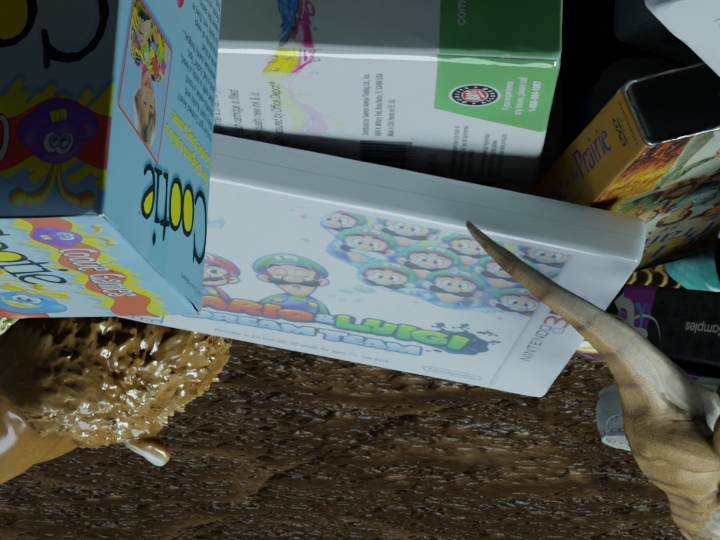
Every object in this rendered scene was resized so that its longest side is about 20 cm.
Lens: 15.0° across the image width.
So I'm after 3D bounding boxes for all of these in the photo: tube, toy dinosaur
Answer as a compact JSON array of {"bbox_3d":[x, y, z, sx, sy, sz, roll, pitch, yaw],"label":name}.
[{"bbox_3d":[0.105,-0.044,1.264,0.077,0.051,0.200,-14,169,-13],"label":"tube"},{"bbox_3d":[0.125,0.057,1.068,0.106,0.061,0.200,-11,134,24],"label":"toy dinosaur"}]

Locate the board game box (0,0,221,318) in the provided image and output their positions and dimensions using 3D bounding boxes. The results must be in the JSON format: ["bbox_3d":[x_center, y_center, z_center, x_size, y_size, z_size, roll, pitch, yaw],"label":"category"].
[{"bbox_3d":[-0.106,-0.095,0.872,0.103,0.201,0.105,-1,162,14],"label":"board game box"}]

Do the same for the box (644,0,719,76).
[{"bbox_3d":[0.232,-0.093,0.837,0.200,0.131,0.199,-14,135,44],"label":"box"}]

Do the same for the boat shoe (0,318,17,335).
[{"bbox_3d":[-0.151,-0.033,1.145,0.072,0.060,0.202,5,-155,5],"label":"boat shoe"}]

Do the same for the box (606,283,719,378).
[{"bbox_3d":[0.218,0.042,1.166,0.143,0.036,0.200,16,173,-34],"label":"box"}]

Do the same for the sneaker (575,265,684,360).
[{"bbox_3d":[0.101,0.014,1.410,0.199,0.075,0.090,6,158,-6],"label":"sneaker"}]

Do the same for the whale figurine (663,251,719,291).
[{"bbox_3d":[0.241,0.002,1.288,0.200,0.104,0.159,-13,157,37],"label":"whale figurine"}]

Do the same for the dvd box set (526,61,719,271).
[{"bbox_3d":[0.141,-0.043,1.119,0.146,0.029,0.200,-14,166,-20],"label":"dvd box set"}]

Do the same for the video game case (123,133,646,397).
[{"bbox_3d":[0.000,0.000,1.132,0.199,0.024,0.182,11,159,-5],"label":"video game case"}]

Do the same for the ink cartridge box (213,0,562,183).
[{"bbox_3d":[-0.025,-0.096,1.050,0.199,0.084,0.145,3,164,1],"label":"ink cartridge box"}]

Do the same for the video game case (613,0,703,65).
[{"bbox_3d":[0.233,-0.105,1.086,0.182,0.023,0.200,15,158,-34],"label":"video game case"}]

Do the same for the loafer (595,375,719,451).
[{"bbox_3d":[0.191,0.089,1.159,0.200,0.070,0.070,11,174,26],"label":"loafer"}]

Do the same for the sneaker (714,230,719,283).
[{"bbox_3d":[0.254,-0.031,1.080,0.200,0.081,0.146,-31,161,30],"label":"sneaker"}]

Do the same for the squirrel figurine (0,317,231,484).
[{"bbox_3d":[-0.154,0.061,1.514,0.200,0.142,0.186,-6,167,36],"label":"squirrel figurine"}]

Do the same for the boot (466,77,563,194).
[{"bbox_3d":[-0.007,-0.045,1.250,0.144,0.073,0.200,8,154,-14],"label":"boot"}]
